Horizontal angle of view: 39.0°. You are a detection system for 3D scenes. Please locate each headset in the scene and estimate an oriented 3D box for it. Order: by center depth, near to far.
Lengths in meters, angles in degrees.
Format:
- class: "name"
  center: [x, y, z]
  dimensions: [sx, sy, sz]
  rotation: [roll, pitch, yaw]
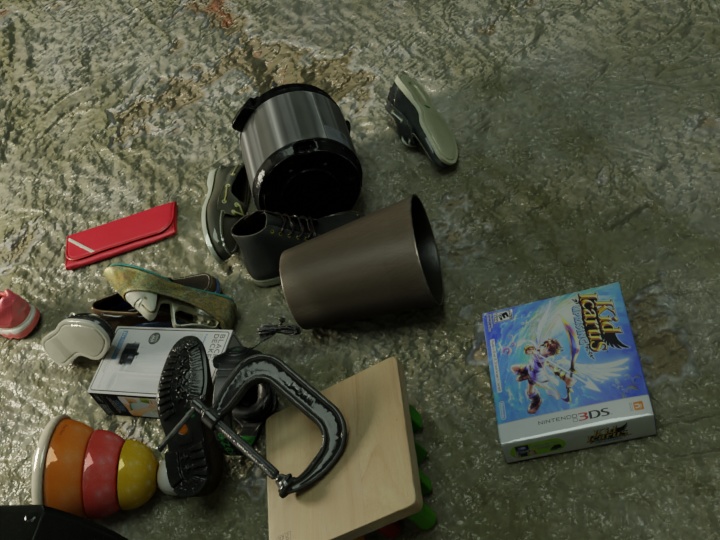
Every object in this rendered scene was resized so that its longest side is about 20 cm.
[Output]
- class: "headset"
  center: [-0.137, 0.145, 1.322]
  dimensions: [0.092, 0.125, 0.202]
  rotation: [-2, 42, 13]

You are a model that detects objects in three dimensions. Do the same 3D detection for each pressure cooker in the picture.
- class: "pressure cooker"
  center: [-0.093, -0.182, 1.548]
  dimensions: [0.175, 0.177, 0.202]
  rotation: [-19, 49, 1]

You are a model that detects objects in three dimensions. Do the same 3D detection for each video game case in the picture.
- class: "video game case"
  center: [0.247, 0.120, 1.231]
  dimensions: [0.178, 0.046, 0.203]
  rotation: [-13, 47, 11]

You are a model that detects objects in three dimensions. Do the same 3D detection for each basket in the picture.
- class: "basket"
  center: [0.000, 0.000, 1.383]
  dimensions: [0.196, 0.137, 0.182]
  rotation: [-18, 33, 13]

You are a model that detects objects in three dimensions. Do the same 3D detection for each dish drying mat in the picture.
- class: "dish drying mat"
  center: [-0.395, -0.059, 1.678]
  dimensions: [0.196, 0.018, 0.078]
  rotation: [-18, 45, 8]

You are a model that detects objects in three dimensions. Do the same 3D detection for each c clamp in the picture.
- class: "c clamp"
  center: [-0.119, 0.194, 1.206]
  dimensions: [0.198, 0.027, 0.172]
  rotation: [30, 79, 21]

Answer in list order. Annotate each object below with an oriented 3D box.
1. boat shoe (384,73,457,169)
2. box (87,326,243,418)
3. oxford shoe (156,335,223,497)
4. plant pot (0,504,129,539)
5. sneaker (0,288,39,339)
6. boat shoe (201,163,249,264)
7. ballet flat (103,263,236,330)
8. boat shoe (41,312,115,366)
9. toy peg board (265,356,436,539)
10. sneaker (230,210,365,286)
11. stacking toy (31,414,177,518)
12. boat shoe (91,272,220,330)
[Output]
- class: "boat shoe"
  center: [0.093, -0.222, 1.594]
  dimensions: [0.068, 0.071, 0.202]
  rotation: [-50, 47, 27]
- class: "box"
  center: [-0.266, 0.142, 1.418]
  dimensions: [0.196, 0.061, 0.118]
  rotation: [2, 52, 24]
- class: "oxford shoe"
  center: [-0.212, 0.186, 1.298]
  dimensions: [0.071, 0.084, 0.204]
  rotation: [-9, 74, 18]
- class: "plant pot"
  center: [-0.402, 0.378, 1.190]
  dimensions: [0.196, 0.179, 0.202]
  rotation: [-6, 48, 19]
- class: "sneaker"
  center: [-0.608, 0.059, 1.617]
  dimensions: [0.196, 0.087, 0.075]
  rotation: [-5, 48, 19]
- class: "boat shoe"
  center: [-0.206, -0.095, 1.592]
  dimensions: [0.059, 0.073, 0.204]
  rotation: [-18, 42, 13]
- class: "ballet flat"
  center: [-0.272, 0.047, 1.443]
  dimensions: [0.197, 0.071, 0.072]
  rotation: [19, 47, -16]
- class: "boat shoe"
  center: [-0.399, 0.092, 1.473]
  dimensions: [0.060, 0.074, 0.199]
  rotation: [-47, 13, -35]
- class: "toy peg board"
  center: [-0.005, 0.244, 1.214]
  dimensions: [0.197, 0.098, 0.202]
  rotation: [-28, 43, 20]
- class: "sneaker"
  center: [-0.085, -0.053, 1.479]
  dimensions: [0.197, 0.107, 0.075]
  rotation: [-23, 45, 2]
- class: "stacking toy"
  center: [-0.310, 0.264, 1.306]
  dimensions: [0.195, 0.148, 0.148]
  rotation: [2, 49, 3]
- class: "boat shoe"
  center: [-0.306, 0.046, 1.510]
  dimensions: [0.197, 0.073, 0.073]
  rotation: [-22, 45, 3]
